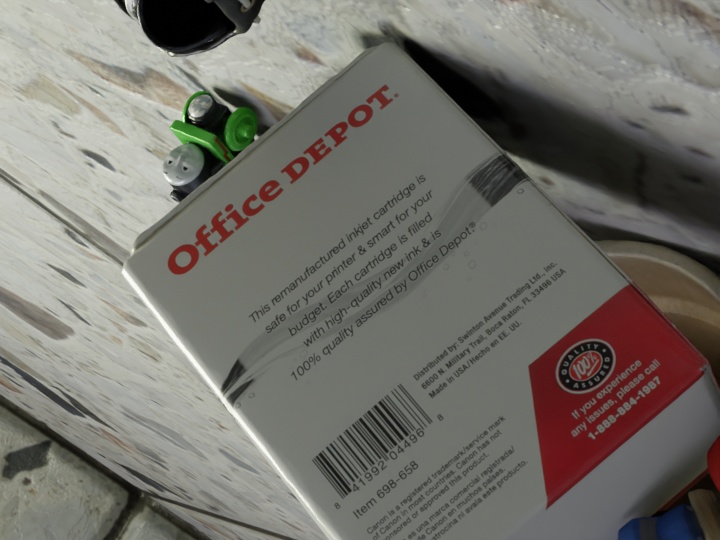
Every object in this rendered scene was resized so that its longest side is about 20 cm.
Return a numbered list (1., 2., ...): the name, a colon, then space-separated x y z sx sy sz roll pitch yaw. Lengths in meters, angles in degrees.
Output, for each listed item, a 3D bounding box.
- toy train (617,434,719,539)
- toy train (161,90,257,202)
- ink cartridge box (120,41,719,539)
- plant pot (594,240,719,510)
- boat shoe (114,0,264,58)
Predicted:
1. toy train: 0.149 0.068 0.774 0.046 0.200 0.034 18 -143 -32
2. toy train: -0.047 -0.023 1.127 0.042 0.056 0.200 23 164 34
3. ink cartridge box: 0.024 0.031 0.843 0.200 0.144 0.084 49 177 31
4. plant pot: 0.141 0.113 0.953 0.200 0.201 0.183 18 172 46
5. boat shoe: -0.068 -0.115 0.825 0.072 0.068 0.200 34 168 -13
